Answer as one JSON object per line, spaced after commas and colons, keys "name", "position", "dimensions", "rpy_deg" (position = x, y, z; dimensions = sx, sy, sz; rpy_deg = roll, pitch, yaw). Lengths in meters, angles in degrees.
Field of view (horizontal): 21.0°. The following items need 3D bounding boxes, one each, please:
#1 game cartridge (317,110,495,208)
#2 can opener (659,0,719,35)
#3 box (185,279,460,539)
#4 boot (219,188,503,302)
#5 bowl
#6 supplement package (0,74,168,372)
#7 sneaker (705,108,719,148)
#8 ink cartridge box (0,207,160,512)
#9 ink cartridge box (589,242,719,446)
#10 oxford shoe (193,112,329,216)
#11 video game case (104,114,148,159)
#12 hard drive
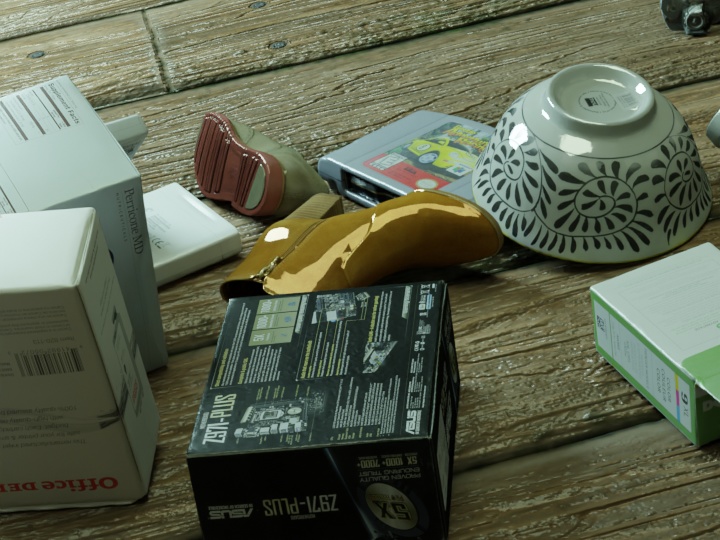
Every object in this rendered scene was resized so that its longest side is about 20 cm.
{"name": "game cartridge", "position": [0.071, -0.084, 1.673], "dimensions": [0.132, 0.041, 0.199], "rpy_deg": [-23, 32, -31]}
{"name": "can opener", "position": [0.388, -0.265, 1.877], "dimensions": [0.198, 0.054, 0.067], "rpy_deg": [-1, 31, 13]}
{"name": "box", "position": [-0.020, 0.098, 1.322], "dimensions": [0.162, 0.087, 0.201], "rpy_deg": [-5, 29, 8]}
{"name": "boot", "position": [-0.001, -0.001, 1.525], "dimensions": [0.200, 0.071, 0.144], "rpy_deg": [6, 39, 32]}
{"name": "bowl", "position": [0.190, -0.104, 1.567], "dimensions": [0.198, 0.095, 0.202], "rpy_deg": [0, 40, 0]}
{"name": "supplement package", "position": [-0.269, -0.003, 1.447], "dimensions": [0.198, 0.193, 0.147], "rpy_deg": [-22, 44, -19]}
{"name": "sneaker", "position": [0.379, -0.119, 1.629], "dimensions": [0.199, 0.073, 0.085], "rpy_deg": [-24, 62, -35]}
{"name": "ink cartridge box", "position": [-0.230, 0.064, 1.317], "dimensions": [0.145, 0.201, 0.083], "rpy_deg": [-4, 40, 8]}
{"name": "ink cartridge box", "position": [0.250, 0.060, 1.336], "dimensions": [0.103, 0.060, 0.200], "rpy_deg": [-19, 31, -16]}
{"name": "oxford shoe", "position": [-0.092, -0.088, 1.719], "dimensions": [0.074, 0.071, 0.200], "rpy_deg": [7, 19, -28]}
{"name": "video game case", "position": [-0.287, -0.054, 1.601], "dimensions": [0.199, 0.024, 0.182], "rpy_deg": [-22, -13, -31]}
{"name": "hard drive", "position": [-0.216, -0.011, 1.638], "dimensions": [0.199, 0.027, 0.132], "rpy_deg": [-23, 31, -23]}
